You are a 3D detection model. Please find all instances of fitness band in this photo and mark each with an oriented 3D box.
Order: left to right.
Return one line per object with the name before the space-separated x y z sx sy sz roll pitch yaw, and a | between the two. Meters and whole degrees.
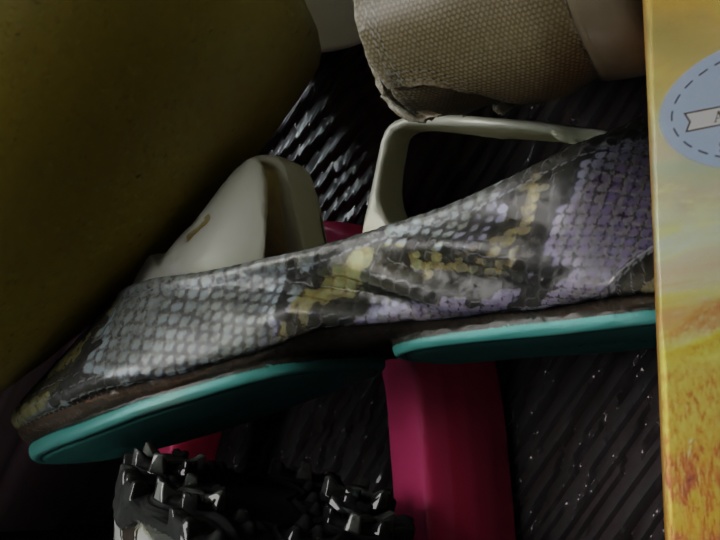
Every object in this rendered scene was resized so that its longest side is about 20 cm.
fitness band | -0.012 0.084 0.816 0.143 0.037 0.201 -34 53 48

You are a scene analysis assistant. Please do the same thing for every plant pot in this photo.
plant pot | -0.129 -0.038 0.767 0.200 0.200 0.142 3 63 58

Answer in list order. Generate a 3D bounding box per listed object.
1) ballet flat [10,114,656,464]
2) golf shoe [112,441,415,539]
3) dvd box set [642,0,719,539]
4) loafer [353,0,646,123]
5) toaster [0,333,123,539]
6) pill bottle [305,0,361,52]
ballet flat | 0.000 0.000 0.742 0.199 0.072 0.072 -13 66 25
golf shoe | -0.024 0.100 0.705 0.200 0.077 0.095 -127 47 -75
dvd box set | 0.127 -0.002 0.558 0.146 0.029 0.201 -7 69 19
loafer | 0.030 -0.075 0.699 0.200 0.067 0.076 -62 -40 -86
toaster | -0.125 -0.002 0.934 0.200 0.113 0.130 39 111 31
pill bottle | -0.056 -0.127 0.881 0.200 0.119 0.120 26 101 57
